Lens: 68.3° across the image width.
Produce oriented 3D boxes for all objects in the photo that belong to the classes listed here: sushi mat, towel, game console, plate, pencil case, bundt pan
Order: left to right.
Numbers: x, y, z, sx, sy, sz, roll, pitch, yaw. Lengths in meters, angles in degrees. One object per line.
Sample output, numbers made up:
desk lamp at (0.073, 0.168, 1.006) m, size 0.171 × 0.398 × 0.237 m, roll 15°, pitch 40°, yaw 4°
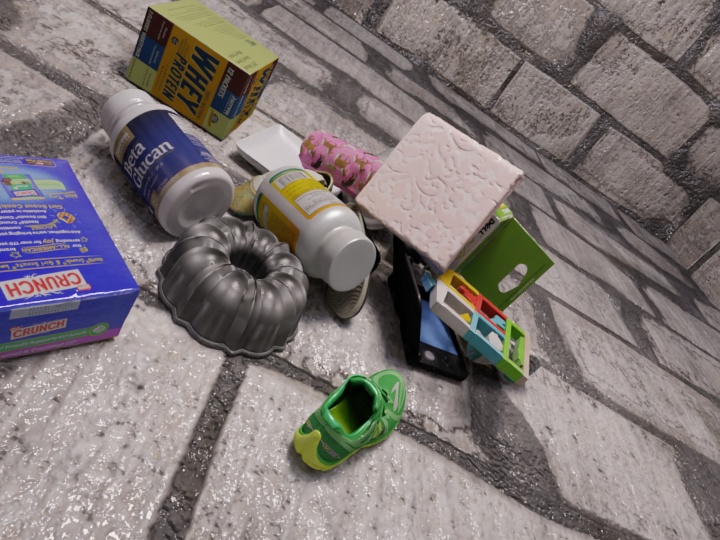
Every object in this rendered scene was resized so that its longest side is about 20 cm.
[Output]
bundt pan at (-0.149, 0.006, 0.676) m, size 0.199 × 0.076 × 0.204 m, roll 28°, pitch 30°, yaw -17°
plate at (-0.125, -0.195, 1.025) m, size 0.198 × 0.032 × 0.201 m, roll 38°, pitch 29°, yaw -2°
pencil case at (-0.023, -0.182, 0.954) m, size 0.199 × 0.084 × 0.085 m, roll 35°, pitch 28°, yaw 32°
game console at (0.112, 0.049, 0.858) m, size 0.173 × 0.117 × 0.202 m, roll 22°, pitch 33°, yaw -24°
towel at (0.117, -0.126, 0.819) m, size 0.199 × 0.192 × 0.032 m, roll 40°, pitch -1°, yaw 27°
sushi mat at (0.172, 0.076, 0.941) m, size 0.095 × 0.012 × 0.203 m, roll 27°, pitch 37°, yaw -46°

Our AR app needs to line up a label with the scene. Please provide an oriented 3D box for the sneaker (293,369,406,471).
sneaker at (0.007, 0.162, 0.619) m, size 0.074 × 0.084 × 0.199 m, roll 45°, pitch 30°, yaw 16°

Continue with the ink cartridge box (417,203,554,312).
ink cartridge box at (0.193, -0.036, 0.873) m, size 0.201 × 0.148 × 0.075 m, roll 51°, pitch 33°, yaw 15°

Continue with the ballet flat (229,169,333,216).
ballet flat at (-0.125, -0.135, 0.873) m, size 0.197 × 0.071 × 0.071 m, roll -12°, pitch 53°, yaw -40°

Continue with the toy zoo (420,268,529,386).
toy zoo at (0.171, 0.070, 0.796) m, size 0.199 × 0.021 × 0.131 m, roll 41°, pitch 27°, yaw 1°

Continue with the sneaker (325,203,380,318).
sneaker at (0.000, 0.000, 0.852) m, size 0.107 × 0.073 × 0.204 m, roll 52°, pitch 32°, yaw -49°

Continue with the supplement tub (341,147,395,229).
supplement tub at (0.053, -0.173, 1.088) m, size 0.131 × 0.133 × 0.200 m, roll 39°, pitch 31°, yaw 4°

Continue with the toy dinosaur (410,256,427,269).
toy dinosaur at (0.115, -0.050, 1.075) m, size 0.201 × 0.048 × 0.087 m, roll 50°, pitch 22°, yaw 24°

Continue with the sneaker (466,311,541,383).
sneaker at (0.239, 0.123, 0.905) m, size 0.199 × 0.077 × 0.092 m, roll 36°, pitch 27°, yaw -39°

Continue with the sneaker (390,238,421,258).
sneaker at (0.156, -0.110, 1.000) m, size 0.143 × 0.207 × 0.077 m, roll 19°, pitch -4°, yaw 11°

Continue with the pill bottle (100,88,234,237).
pill bottle at (-0.270, -0.153, 0.727) m, size 0.200 × 0.112 × 0.110 m, roll 48°, pitch 31°, yaw 19°

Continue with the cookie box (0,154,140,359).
cookie box at (-0.337, -0.020, 0.505) m, size 0.169 × 0.076 × 0.201 m, roll -7°, pitch 52°, yaw -52°

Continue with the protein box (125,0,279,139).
protein box at (-0.289, -0.385, 1.005) m, size 0.197 × 0.136 × 0.200 m, roll 31°, pitch 29°, yaw -9°

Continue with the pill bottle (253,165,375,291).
pill bottle at (-0.067, -0.061, 0.781) m, size 0.111 × 0.115 × 0.200 m, roll 2°, pitch 31°, yaw -45°
